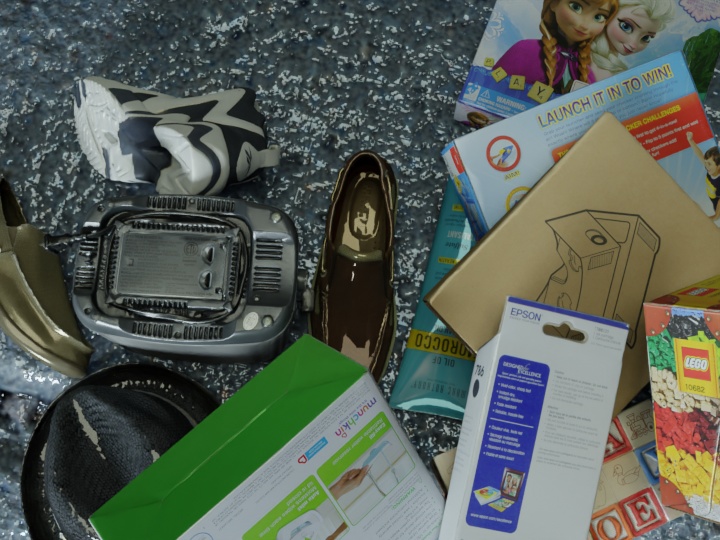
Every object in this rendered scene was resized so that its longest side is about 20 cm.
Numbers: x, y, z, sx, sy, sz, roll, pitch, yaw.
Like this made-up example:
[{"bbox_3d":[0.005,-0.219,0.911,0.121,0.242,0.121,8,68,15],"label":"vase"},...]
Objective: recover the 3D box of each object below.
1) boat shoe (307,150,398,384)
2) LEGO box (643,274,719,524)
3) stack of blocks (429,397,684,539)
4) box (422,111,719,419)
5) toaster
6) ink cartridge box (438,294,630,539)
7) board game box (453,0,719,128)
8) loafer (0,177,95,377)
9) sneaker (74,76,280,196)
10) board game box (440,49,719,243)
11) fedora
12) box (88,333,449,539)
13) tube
[{"bbox_3d":[-0.006,0.000,0.817,0.074,0.075,0.205,1,75,2],"label":"boat shoe"},{"bbox_3d":[0.298,0.074,0.716,0.198,0.077,0.151,-15,102,-34],"label":"LEGO box"},{"bbox_3d":[0.166,0.158,0.778,0.198,0.059,0.116,-23,75,-5],"label":"stack of blocks"},{"bbox_3d":[0.169,0.010,0.750,0.200,0.021,0.164,-45,93,-5],"label":"box"},{"bbox_3d":[-0.136,0.012,0.789,0.197,0.129,0.115,2,74,1],"label":"toaster"},{"bbox_3d":[0.119,0.124,0.707,0.098,0.039,0.202,14,88,-12],"label":"ink cartridge box"},{"bbox_3d":[0.207,-0.193,0.882,0.198,0.041,0.201,20,76,6],"label":"board game box"},{"bbox_3d":[-0.275,-0.001,0.824,0.067,0.076,0.200,-40,77,-3],"label":"loafer"},{"bbox_3d":[-0.148,-0.119,0.861,0.198,0.129,0.080,20,114,42],"label":"sneaker"},{"bbox_3d":[0.190,-0.042,0.794,0.198,0.056,0.198,-21,90,-6],"label":"board game box"},{"bbox_3d":[-0.177,0.154,0.759,0.198,0.092,0.203,-1,67,3],"label":"fedora"},{"bbox_3d":[-0.049,0.181,0.702,0.200,0.096,0.177,-40,120,-16],"label":"box"},{"bbox_3d":[0.079,0.019,0.829,0.077,0.050,0.202,9,82,13],"label":"tube"}]
